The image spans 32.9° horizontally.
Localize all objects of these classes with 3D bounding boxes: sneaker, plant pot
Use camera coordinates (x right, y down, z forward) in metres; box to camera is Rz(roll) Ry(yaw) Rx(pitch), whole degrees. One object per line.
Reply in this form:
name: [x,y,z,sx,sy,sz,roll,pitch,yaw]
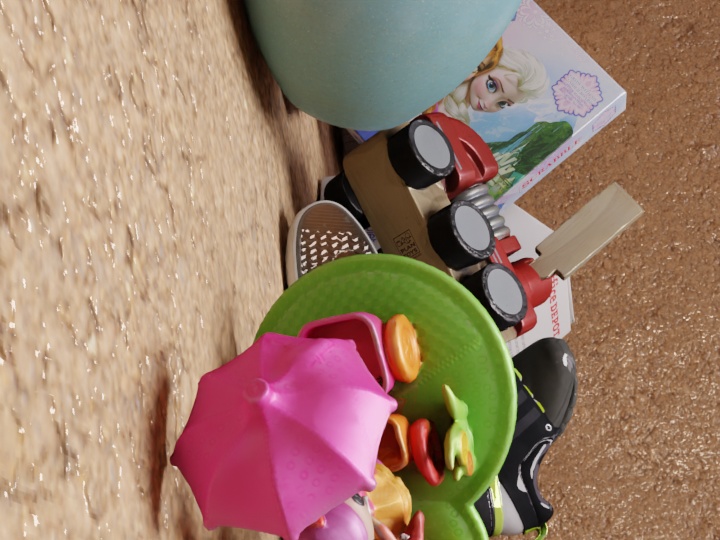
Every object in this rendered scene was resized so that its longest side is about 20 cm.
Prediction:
sneaker: [-0.018,0.052,0.874,0.085,0.073,0.200,-14,-88,63]
sneaker: [0.118,0.120,0.982,0.072,0.083,0.200,108,-19,-71]
plant pot: [0.005,-0.176,0.831,0.200,0.200,0.135,-88,-169,-55]
sneaker: [0.106,0.131,1.046,0.091,0.200,0.076,16,34,-38]

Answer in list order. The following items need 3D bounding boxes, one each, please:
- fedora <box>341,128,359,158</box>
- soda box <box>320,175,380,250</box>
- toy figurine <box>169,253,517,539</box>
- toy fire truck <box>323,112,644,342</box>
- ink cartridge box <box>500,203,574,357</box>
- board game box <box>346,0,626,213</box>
fedora: [0.027,-0.135,1.270,0.200,0.090,0.177,-33,114,-75]
soda box: [0.000,0.000,1.001,0.200,0.063,0.068,-88,169,-54]
toy figurine: [-0.013,0.095,0.561,0.184,0.150,0.200,-10,88,-72]
toy fire truck: [0.102,-0.039,0.925,0.200,0.129,0.176,-18,78,-50]
ink cartridge box: [0.092,0.051,1.110,0.084,0.200,0.146,41,-20,34]
board game box: [0.095,-0.156,1.088,0.200,0.199,0.041,49,-3,18]
